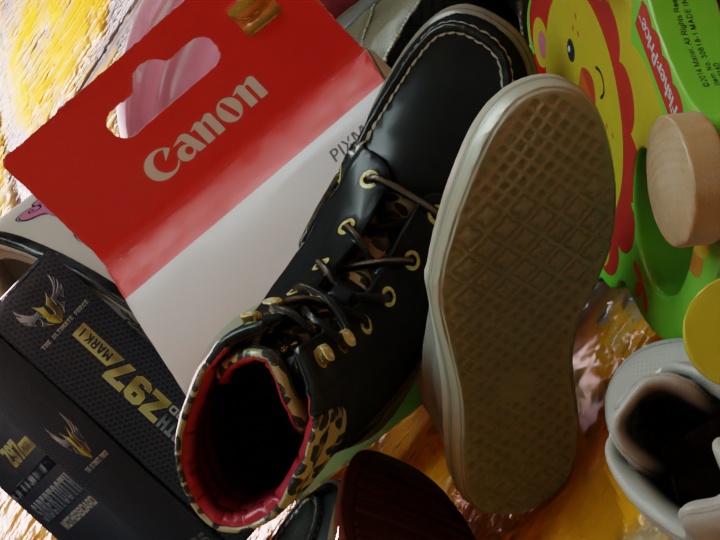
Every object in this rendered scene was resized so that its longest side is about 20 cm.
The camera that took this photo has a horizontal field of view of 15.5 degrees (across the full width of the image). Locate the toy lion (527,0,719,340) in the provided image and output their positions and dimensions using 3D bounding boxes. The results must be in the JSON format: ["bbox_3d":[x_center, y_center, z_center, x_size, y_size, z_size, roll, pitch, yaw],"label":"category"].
[{"bbox_3d":[0.110,-0.057,1.026,0.192,0.068,0.201,101,157,-55],"label":"toy lion"}]

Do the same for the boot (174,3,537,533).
[{"bbox_3d":[0.001,0.001,1.044,0.205,0.073,0.154,-66,-10,21],"label":"boot"}]

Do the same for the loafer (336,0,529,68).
[{"bbox_3d":[0.072,-0.132,1.223,0.200,0.075,0.070,-41,24,-2],"label":"loafer"}]

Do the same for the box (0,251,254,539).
[{"bbox_3d":[-0.127,0.084,1.276,0.051,0.158,0.200,-48,3,-24],"label":"box"}]

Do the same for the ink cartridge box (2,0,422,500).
[{"bbox_3d":[-0.033,-0.018,1.143,0.161,0.200,0.050,-39,23,17],"label":"ink cartridge box"}]

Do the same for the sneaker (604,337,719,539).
[{"bbox_3d":[0.116,0.053,0.890,0.076,0.092,0.200,-58,20,4],"label":"sneaker"}]

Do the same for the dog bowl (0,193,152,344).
[{"bbox_3d":[-0.093,0.022,1.297,0.074,0.200,0.200,-53,18,-18],"label":"dog bowl"}]

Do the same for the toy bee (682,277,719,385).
[{"bbox_3d":[0.163,0.011,0.817,0.130,0.109,0.200,-16,18,21],"label":"toy bee"}]

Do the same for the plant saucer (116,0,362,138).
[{"bbox_3d":[-0.020,-0.093,1.287,0.201,0.200,0.051,-55,44,13],"label":"plant saucer"}]

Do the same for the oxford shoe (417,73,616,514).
[{"bbox_3d":[0.055,0.006,1.018,0.058,0.075,0.201,-115,20,-48],"label":"oxford shoe"}]

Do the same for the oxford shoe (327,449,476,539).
[{"bbox_3d":[0.006,0.150,1.057,0.075,0.070,0.201,-57,18,28],"label":"oxford shoe"}]

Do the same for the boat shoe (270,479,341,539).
[{"bbox_3d":[-0.056,0.174,1.163,0.201,0.071,0.072,-64,19,-18],"label":"boat shoe"}]
